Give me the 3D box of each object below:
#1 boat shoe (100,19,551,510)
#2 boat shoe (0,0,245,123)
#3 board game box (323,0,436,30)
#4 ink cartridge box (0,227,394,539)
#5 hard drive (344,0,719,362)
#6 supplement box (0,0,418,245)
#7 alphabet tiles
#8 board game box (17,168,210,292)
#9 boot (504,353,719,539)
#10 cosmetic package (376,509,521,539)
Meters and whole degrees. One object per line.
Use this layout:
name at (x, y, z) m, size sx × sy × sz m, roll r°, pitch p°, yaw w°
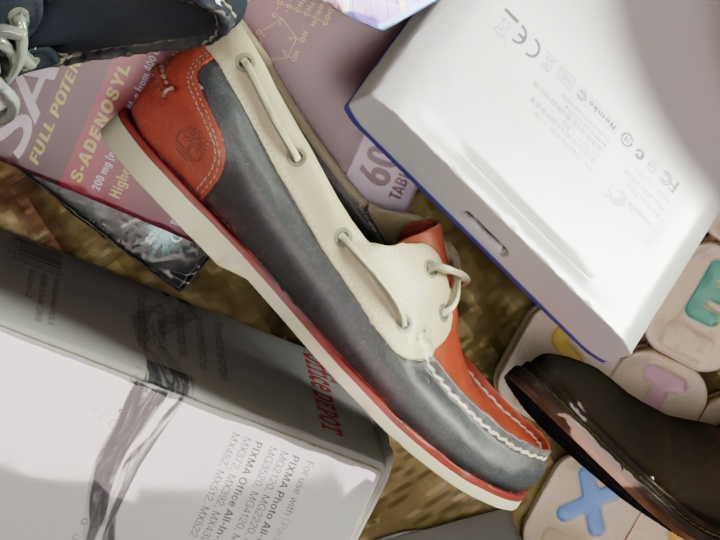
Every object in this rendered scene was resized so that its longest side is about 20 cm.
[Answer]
boat shoe at (0.000, 0.000, 0.955) m, size 0.063 × 0.071 × 0.200 m, roll -44°, pitch 99°, yaw 5°
boat shoe at (-0.135, -0.086, 0.902) m, size 0.200 × 0.075 × 0.062 m, roll 5°, pitch 59°, yaw 3°
board game box at (0.041, -0.177, 0.911) m, size 0.200 × 0.039 × 0.158 m, roll -31°, pitch 113°, yaw -26°
ink cartridge box at (-0.099, 0.053, 1.010) m, size 0.200 × 0.145 × 0.083 m, roll 22°, pitch 100°, yaw -9°
hard drive at (0.094, -0.085, 0.992) m, size 0.132 × 0.025 × 0.200 m, roll 44°, pitch 60°, yaw -16°
supplement box at (-0.070, -0.076, 0.995) m, size 0.200 × 0.061 × 0.109 m, roll 22°, pitch 101°, yaw -8°
alphabet tiles at (0.158, 0.053, 1.097) m, size 0.200 × 0.015 × 0.196 m, roll 28°, pitch 100°, yaw -10°
board game box at (-0.057, -0.108, 1.034) m, size 0.135 × 0.028 × 0.200 m, roll 39°, pitch 97°, yaw -12°
boot at (0.152, 0.065, 1.063) m, size 0.200 × 0.075 × 0.097 m, roll 36°, pitch 91°, yaw -21°
cosmetic package at (0.030, 0.162, 1.017) m, size 0.102 × 0.200 × 0.074 m, roll -15°, pitch 104°, yaw 0°
